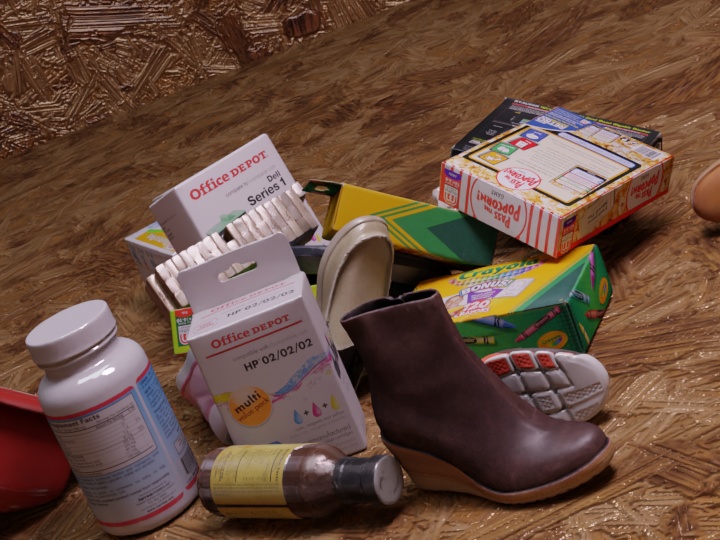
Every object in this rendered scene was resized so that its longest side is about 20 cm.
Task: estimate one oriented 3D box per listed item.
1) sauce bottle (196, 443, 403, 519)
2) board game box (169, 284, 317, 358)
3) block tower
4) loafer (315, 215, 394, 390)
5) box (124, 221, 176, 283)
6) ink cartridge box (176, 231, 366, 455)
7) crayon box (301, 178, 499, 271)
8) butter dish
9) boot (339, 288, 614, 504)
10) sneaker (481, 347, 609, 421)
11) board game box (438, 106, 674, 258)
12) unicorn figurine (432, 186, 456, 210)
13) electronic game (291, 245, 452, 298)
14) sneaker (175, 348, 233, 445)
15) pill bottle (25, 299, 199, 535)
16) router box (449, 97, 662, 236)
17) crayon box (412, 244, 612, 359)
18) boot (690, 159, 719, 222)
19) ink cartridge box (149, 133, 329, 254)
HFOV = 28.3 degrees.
[{"bbox_3d":[-0.051,0.179,1.207,0.198,0.065,0.065,-5,25,39],"label":"sauce bottle"},{"bbox_3d":[-0.089,0.056,1.496,0.197,0.048,0.102,-10,-12,9],"label":"board game box"},{"bbox_3d":[-0.135,-0.017,1.546,0.199,0.058,0.054,-34,-10,-21],"label":"block tower"},{"bbox_3d":[-0.006,0.044,1.380,0.075,0.202,0.068,-4,31,-37],"label":"loafer"},{"bbox_3d":[-0.214,-0.011,1.862,0.112,0.102,0.199,-30,19,-21],"label":"box"},{"bbox_3d":[-0.082,0.082,1.290,0.114,0.202,0.068,-21,18,6],"label":"ink cartridge box"},{"bbox_3d":[0.034,-0.045,1.467,0.197,0.052,0.127,13,-4,-5],"label":"crayon box"},{"bbox_3d":[-0.385,0.200,1.446,0.198,0.150,0.198,-6,-20,39],"label":"butter dish"},{"bbox_3d":[0.086,0.094,1.107,0.198,0.168,0.072,-9,23,36],"label":"boot"},{"bbox_3d":[0.123,0.095,1.215,0.198,0.078,0.082,-11,15,30],"label":"sneaker"},{"bbox_3d":[0.198,-0.094,1.436,0.151,0.047,0.199,29,39,34],"label":"board game box"},{"bbox_3d":[0.042,-0.049,1.729,0.200,0.074,0.137,-45,34,-16],"label":"unicorn figurine"},{"bbox_3d":[0.000,0.000,1.523,0.197,0.042,0.200,6,-9,1],"label":"electronic game"},{"bbox_3d":[-0.132,0.133,1.435,0.075,0.106,0.200,-24,-12,-14],"label":"sneaker"},{"bbox_3d":[-0.231,0.135,1.322,0.107,0.202,0.109,-20,18,7],"label":"pill bottle"},{"bbox_3d":[0.217,-0.119,1.588,0.198,0.063,0.150,17,37,26],"label":"router box"},{"bbox_3d":[0.131,0.044,1.365,0.198,0.059,0.119,-13,21,29],"label":"crayon box"},{"bbox_3d":[0.389,-0.058,1.320,0.198,0.074,0.155,-15,24,32],"label":"boot"},{"bbox_3d":[-0.126,-0.033,1.641,0.144,0.202,0.084,-34,5,-31],"label":"ink cartridge box"}]
